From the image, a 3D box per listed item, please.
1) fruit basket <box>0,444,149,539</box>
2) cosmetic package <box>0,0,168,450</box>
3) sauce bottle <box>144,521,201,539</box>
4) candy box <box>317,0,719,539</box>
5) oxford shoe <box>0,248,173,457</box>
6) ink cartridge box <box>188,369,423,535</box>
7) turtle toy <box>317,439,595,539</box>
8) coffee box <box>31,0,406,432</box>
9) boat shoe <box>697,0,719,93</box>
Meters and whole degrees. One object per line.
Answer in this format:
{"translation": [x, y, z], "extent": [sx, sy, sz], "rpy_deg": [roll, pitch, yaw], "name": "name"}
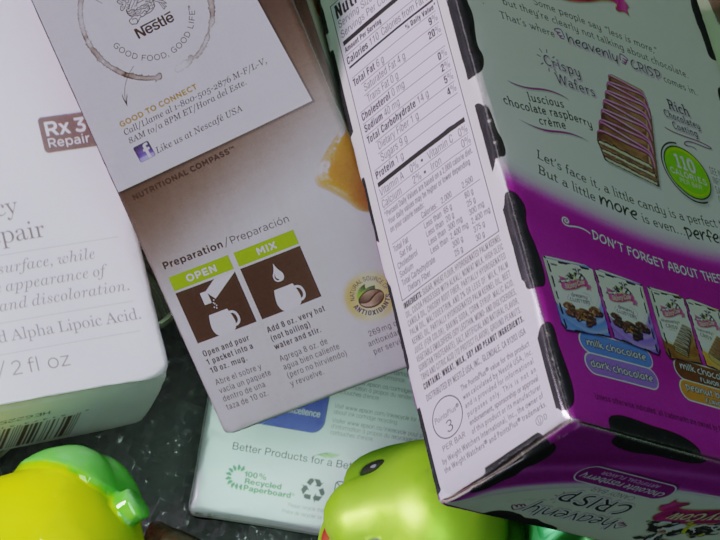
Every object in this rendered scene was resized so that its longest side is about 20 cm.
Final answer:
{"translation": [-0.166, 0.135, 0.948], "extent": [0.155, 0.216, 0.216], "rpy_deg": [21, 85, 0], "name": "fruit basket"}
{"translation": [-0.139, -0.039, 0.979], "extent": [0.102, 0.074, 0.200], "rpy_deg": [-11, 76, -17], "name": "cosmetic package"}
{"translation": [-0.092, 0.191, 1.015], "extent": [0.066, 0.066, 0.200], "rpy_deg": [27, 84, 1], "name": "sauce bottle"}
{"translation": [0.068, -0.014, 0.900], "extent": [0.061, 0.136, 0.200], "rpy_deg": [-35, 54, 35], "name": "candy box"}
{"translation": [-0.114, 0.008, 1.033], "extent": [0.075, 0.058, 0.200], "rpy_deg": [43, 83, 6], "name": "oxford shoe"}
{"translation": [0.000, 0.000, 1.048], "extent": [0.095, 0.037, 0.200], "rpy_deg": [10, 88, 0], "name": "ink cartridge box"}
{"translation": [0.085, 0.098, 0.971], "extent": [0.200, 0.101, 0.146], "rpy_deg": [-2, 51, 0], "name": "turtle toy"}
{"translation": [-0.045, -0.064, 0.945], "extent": [0.080, 0.114, 0.200], "rpy_deg": [-21, 107, 7], "name": "coffee box"}
{"translation": [0.109, -0.074, 1.024], "extent": [0.076, 0.072, 0.200], "rpy_deg": [-18, 54, 16], "name": "boat shoe"}
